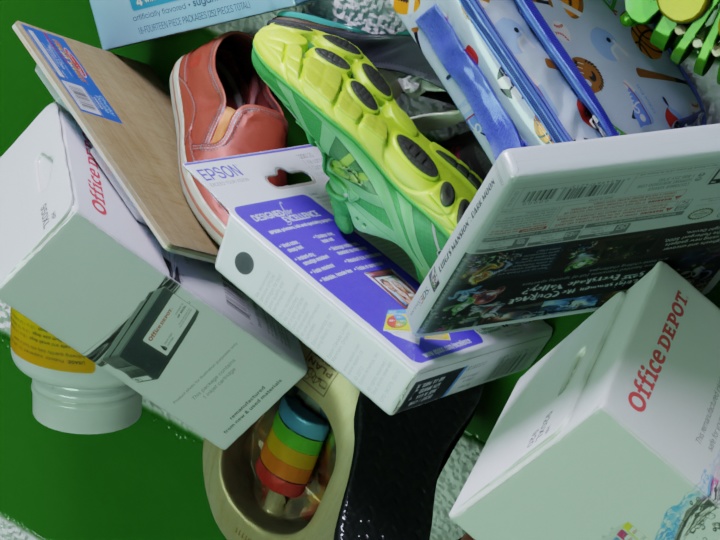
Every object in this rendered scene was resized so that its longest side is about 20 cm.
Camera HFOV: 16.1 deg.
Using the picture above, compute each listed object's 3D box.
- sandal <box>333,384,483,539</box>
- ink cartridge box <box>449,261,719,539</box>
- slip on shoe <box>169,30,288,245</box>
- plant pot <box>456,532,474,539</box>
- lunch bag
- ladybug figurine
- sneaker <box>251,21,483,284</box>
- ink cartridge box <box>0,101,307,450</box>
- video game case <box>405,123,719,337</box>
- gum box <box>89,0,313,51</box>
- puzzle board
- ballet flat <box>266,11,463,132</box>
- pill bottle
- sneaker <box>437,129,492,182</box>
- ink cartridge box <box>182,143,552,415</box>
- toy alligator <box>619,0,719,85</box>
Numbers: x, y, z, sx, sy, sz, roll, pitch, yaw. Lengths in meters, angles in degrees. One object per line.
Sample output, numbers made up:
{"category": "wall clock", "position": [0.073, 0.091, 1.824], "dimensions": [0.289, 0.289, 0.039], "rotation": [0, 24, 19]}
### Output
{"category": "sandal", "position": [0.024, 0.118, 1.618], "dimensions": [0.075, 0.200, 0.048], "rotation": [20, 144, 1]}
{"category": "ink cartridge box", "position": [0.185, 0.130, 1.485], "dimensions": [0.200, 0.147, 0.145], "rotation": [41, 130, -8]}
{"category": "slip on shoe", "position": [-0.076, -0.078, 1.647], "dimensions": [0.061, 0.074, 0.200], "rotation": [-43, 43, 30]}
{"category": "plant pot", "position": [0.063, 0.269, 1.639], "dimensions": [0.195, 0.201, 0.201], "rotation": [-27, 89, 46]}
{"category": "lunch bag", "position": [0.110, -0.122, 1.485], "dimensions": [0.076, 0.160, 0.200], "rotation": [-39, 81, 38]}
{"category": "ladybug figurine", "position": [-0.034, 0.111, 1.719], "dimensions": [0.136, 0.072, 0.200], "rotation": [40, 124, 19]}
{"category": "sneaker", "position": [-0.002, -0.066, 1.541], "dimensions": [0.200, 0.074, 0.084], "rotation": [48, 123, 3]}
{"category": "ink cartridge box", "position": [-0.142, 0.002, 1.637], "dimensions": [0.200, 0.145, 0.084], "rotation": [37, 108, -29]}
{"category": "video game case", "position": [0.143, -0.025, 1.444], "dimensions": [0.182, 0.200, 0.023], "rotation": [119, 138, -56]}
{"category": "gum box", "position": [-0.121, -0.258, 1.676], "dimensions": [0.170, 0.045, 0.200], "rotation": [-9, 100, 37]}
{"category": "puzzle board", "position": [-0.135, -0.074, 1.657], "dimensions": [0.017, 0.151, 0.200], "rotation": [-45, 63, 18]}
{"category": "ballet flat", "position": [0.013, -0.122, 1.598], "dimensions": [0.200, 0.073, 0.073], "rotation": [10, 111, 37]}
{"category": "pill bottle", "position": [-0.189, 0.008, 1.772], "dimensions": [0.109, 0.109, 0.200], "rotation": [16, 113, 31]}
{"category": "sneaker", "position": [0.077, -0.057, 1.595], "dimensions": [0.200, 0.077, 0.084], "rotation": [16, 100, 25]}
{"category": "ink cartridge box", "position": [0.000, 0.000, 1.580], "dimensions": [0.200, 0.198, 0.043], "rotation": [42, 114, 18]}
{"category": "toy alligator", "position": [0.178, -0.151, 1.471], "dimensions": [0.200, 0.059, 0.054], "rotation": [27, 103, 13]}
